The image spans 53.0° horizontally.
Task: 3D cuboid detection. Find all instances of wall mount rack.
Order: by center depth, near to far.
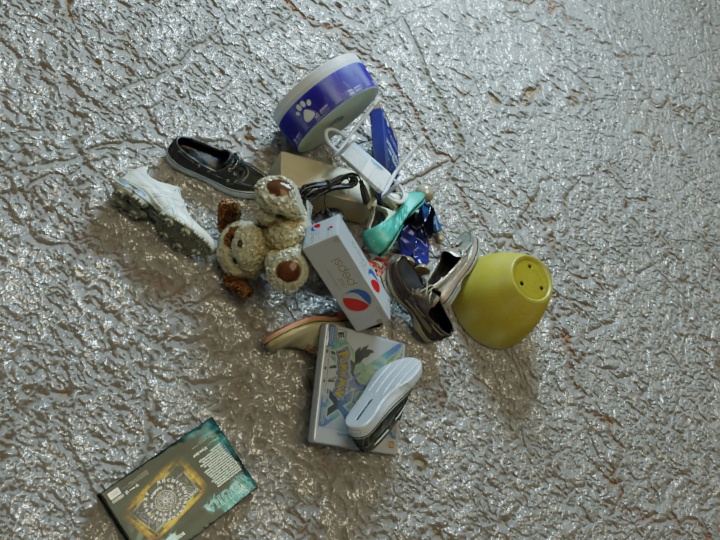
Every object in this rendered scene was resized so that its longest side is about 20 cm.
[{"bbox_3d":[0.035,-0.227,1.351,0.200,0.075,0.174,40,39,-12],"label":"wall mount rack"}]

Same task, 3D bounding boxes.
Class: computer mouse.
[{"bbox_3d":[-0.038,-0.085,1.353,0.140,0.046,0.201,-25,111,-23],"label":"computer mouse"}]

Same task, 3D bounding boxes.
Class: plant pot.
[{"bbox_3d":[0.303,0.041,1.460,0.199,0.142,0.201,12,62,-23],"label":"plant pot"}]

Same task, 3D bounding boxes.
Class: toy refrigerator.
[{"bbox_3d":[-0.073,-0.156,1.394,0.199,0.070,0.076,12,57,-25],"label":"toy refrigerator"}]

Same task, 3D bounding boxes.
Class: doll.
[{"bbox_3d":[0.121,-0.088,1.478,0.136,0.048,0.201,26,58,-28],"label":"doll"}]

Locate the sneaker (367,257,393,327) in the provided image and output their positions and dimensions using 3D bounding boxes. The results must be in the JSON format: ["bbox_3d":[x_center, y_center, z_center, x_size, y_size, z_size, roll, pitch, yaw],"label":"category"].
[{"bbox_3d":[0.000,0.000,1.329,0.202,0.067,0.108,56,47,-30],"label":"sneaker"}]

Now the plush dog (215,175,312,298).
[{"bbox_3d":[-0.168,-0.045,1.246,0.171,0.160,0.201,-10,81,10],"label":"plush dog"}]

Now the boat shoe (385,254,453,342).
[{"bbox_3d":[0.119,0.049,1.358,0.200,0.073,0.075,57,46,-26],"label":"boat shoe"}]

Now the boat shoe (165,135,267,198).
[{"bbox_3d":[-0.251,-0.193,1.313,0.199,0.066,0.070,23,59,-18],"label":"boat shoe"}]

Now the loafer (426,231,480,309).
[{"bbox_3d":[0.183,-0.011,1.455,0.063,0.072,0.200,48,54,-29],"label":"loafer"}]

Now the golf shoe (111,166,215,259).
[{"bbox_3d":[-0.320,-0.106,1.234,0.200,0.078,0.097,38,49,-9],"label":"golf shoe"}]

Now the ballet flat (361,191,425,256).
[{"bbox_3d":[0.062,-0.109,1.381,0.070,0.067,0.200,46,48,-11],"label":"ballet flat"}]

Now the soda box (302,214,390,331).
[{"bbox_3d":[-0.020,0.008,1.220,0.200,0.068,0.064,58,20,-33],"label":"soda box"}]

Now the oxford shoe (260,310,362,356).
[{"bbox_3d":[-0.076,0.119,1.263,0.199,0.071,0.074,-11,78,-31],"label":"oxford shoe"}]

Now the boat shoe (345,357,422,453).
[{"bbox_3d":[0.042,0.227,1.234,0.200,0.072,0.071,-41,128,-38],"label":"boat shoe"}]

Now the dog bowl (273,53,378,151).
[{"bbox_3d":[-0.065,-0.318,1.381,0.200,0.200,0.079,-36,89,-35],"label":"dog bowl"}]

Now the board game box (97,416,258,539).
[{"bbox_3d":[-0.269,0.332,1.084,0.200,0.028,0.136,-32,85,-36],"label":"board game box"}]

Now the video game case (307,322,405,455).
[{"bbox_3d":[-0.002,0.207,1.251,0.182,0.022,0.201,18,68,-35],"label":"video game case"}]

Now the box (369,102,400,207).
[{"bbox_3d":[0.052,-0.222,1.468,0.032,0.121,0.201,-8,66,15],"label":"box"}]
